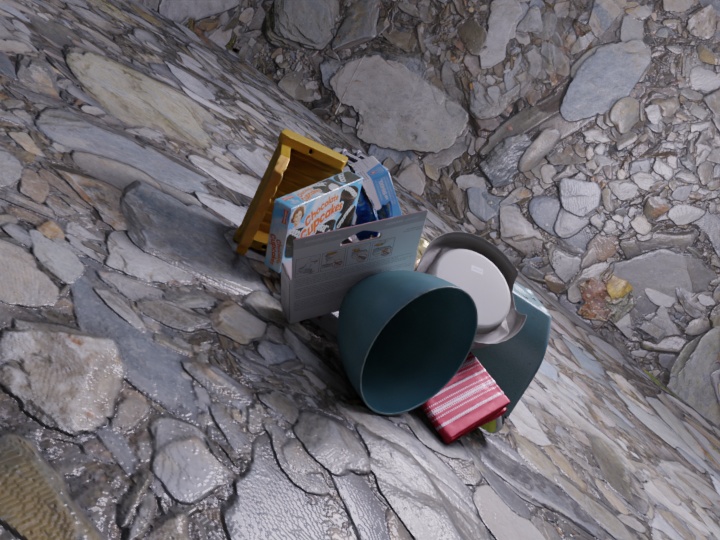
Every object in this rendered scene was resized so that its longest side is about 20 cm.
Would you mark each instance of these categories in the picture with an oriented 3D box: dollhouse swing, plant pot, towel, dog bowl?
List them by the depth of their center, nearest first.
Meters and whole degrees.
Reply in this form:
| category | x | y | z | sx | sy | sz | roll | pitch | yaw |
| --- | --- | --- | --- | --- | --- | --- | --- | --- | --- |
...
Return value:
| category | x | y | z | sx | sy | sz | roll | pitch | yaw |
| --- | --- | --- | --- | --- | --- | --- | --- | --- | --- |
| plant pot | 0.044 | 0.079 | 0.859 | 0.200 | 0.200 | 0.135 | 20 | 14 | -45 |
| towel | 0.125 | 0.158 | 0.950 | 0.144 | 0.023 | 0.200 | -17 | 60 | -36 |
| dog bowl | 0.173 | 0.036 | 1.002 | 0.199 | 0.059 | 0.201 | 12 | 57 | -20 |
| dollhouse swing | -0.105 | -0.104 | 1.020 | 0.181 | 0.200 | 0.176 | 20 | 18 | -28 |
| plant pot | 0.240 | 0.110 | 1.162 | 0.196 | 0.200 | 0.196 | 32 | 15 | -15 |

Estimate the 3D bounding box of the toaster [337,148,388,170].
| category | x | y | z | sx | sy | sz | roll | pitch | yaw |
| --- | --- | --- | --- | --- | --- | --- | --- | --- | --- |
| toaster | -0.043 | -0.194 | 1.509 | 0.119 | 0.200 | 0.181 | 36 | 22 | 16 |

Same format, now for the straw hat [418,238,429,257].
| category | x | y | z | sx | sy | sz | roll | pitch | yaw |
| --- | --- | --- | --- | --- | --- | --- | --- | --- | --- |
| straw hat | 0.125 | -0.036 | 1.449 | 0.200 | 0.085 | 0.201 | 22 | 0 | 0 |

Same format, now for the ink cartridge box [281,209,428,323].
| category | x | y | z | sx | sy | sz | roll | pitch | yaw |
| --- | --- | --- | --- | --- | --- | --- | --- | --- | --- |
| ink cartridge box | -0.013 | -0.015 | 0.878 | 0.199 | 0.177 | 0.045 | -14 | 50 | -20 |

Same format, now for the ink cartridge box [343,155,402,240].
| category | x | y | z | sx | sy | sz | roll | pitch | yaw |
| --- | --- | --- | --- | --- | --- | --- | --- | --- | --- |
| ink cartridge box | -0.029 | -0.143 | 1.347 | 0.129 | 0.199 | 0.126 | -121 | -170 | -59 |

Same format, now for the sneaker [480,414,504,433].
| category | x | y | z | sx | sy | sz | roll | pitch | yaw |
| --- | --- | --- | --- | --- | --- | --- | --- | --- | --- |
| sneaker | 0.147 | 0.191 | 1.001 | 0.076 | 0.076 | 0.200 | -27 | 62 | -38 |

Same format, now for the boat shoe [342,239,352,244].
| category | x | y | z | sx | sy | sz | roll | pitch | yaw |
| --- | --- | --- | --- | --- | --- | --- | --- | --- | --- |
| boat shoe | 0.024 | -0.006 | 1.055 | 0.073 | 0.065 | 0.200 | 16 | 23 | -48 |

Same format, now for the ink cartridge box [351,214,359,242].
| category | x | y | z | sx | sy | sz | roll | pitch | yaw |
| --- | --- | --- | --- | --- | --- | --- | --- | --- | --- |
| ink cartridge box | -0.073 | -0.103 | 1.218 | 0.200 | 0.162 | 0.057 | 56 | -8 | 19 |

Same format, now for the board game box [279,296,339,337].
| category | x | y | z | sx | sy | sz | roll | pitch | yaw |
| --- | --- | --- | --- | --- | --- | --- | --- | --- | --- |
| board game box | -0.024 | 0.060 | 1.002 | 0.200 | 0.035 | 0.126 | 34 | 30 | -6 |

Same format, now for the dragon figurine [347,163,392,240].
| category | x | y | z | sx | sy | sz | roll | pitch | yaw |
| --- | --- | --- | --- | --- | --- | --- | --- | --- | --- |
| dragon figurine | 0.021 | -0.095 | 1.105 | 0.099 | 0.201 | 0.059 | 19 | 32 | 32 |

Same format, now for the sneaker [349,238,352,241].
| category | x | y | z | sx | sy | sz | roll | pitch | yaw |
| --- | --- | --- | --- | --- | --- | --- | --- | --- | --- |
| sneaker | 0.000 | 0.001 | 1.231 | 0.201 | 0.073 | 0.114 | 54 | 18 | 22 |

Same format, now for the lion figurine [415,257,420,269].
| category | x | y | z | sx | sy | sz | roll | pitch | yaw |
| --- | --- | --- | --- | --- | --- | --- | --- | --- | --- |
| lion figurine | 0.120 | 0.038 | 1.258 | 0.072 | 0.200 | 0.123 | 25 | 52 | 24 |

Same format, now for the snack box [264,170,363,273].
| category | x | y | z | sx | sy | sz | roll | pitch | yaw |
| --- | --- | --- | --- | --- | --- | --- | --- | --- | --- |
| snack box | -0.073 | -0.084 | 1.005 | 0.037 | 0.116 | 0.200 | 29 | 35 | 22 |
